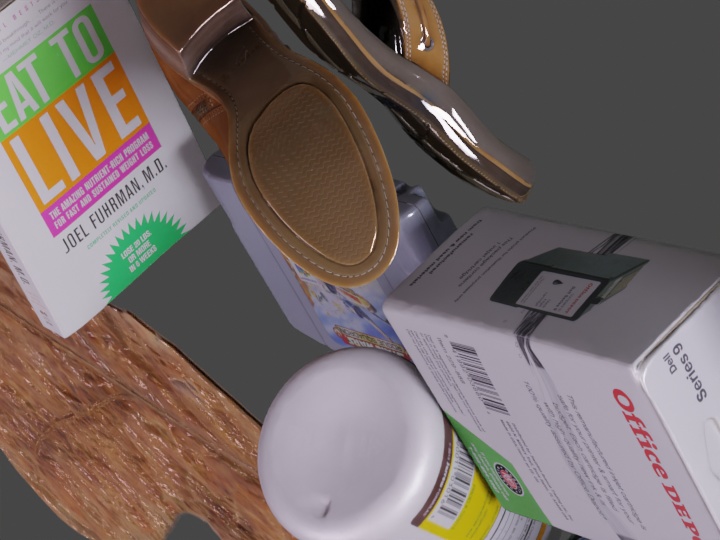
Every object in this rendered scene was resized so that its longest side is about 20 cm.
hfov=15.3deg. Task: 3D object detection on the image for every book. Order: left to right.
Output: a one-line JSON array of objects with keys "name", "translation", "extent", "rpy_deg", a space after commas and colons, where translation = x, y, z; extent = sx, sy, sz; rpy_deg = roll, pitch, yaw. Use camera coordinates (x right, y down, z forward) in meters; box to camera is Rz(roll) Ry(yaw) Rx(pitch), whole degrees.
[{"name": "book", "translation": [-0.171, -0.078, 1.543], "extent": [0.048, 0.134, 0.201], "rpy_deg": [23, 148, 45]}]

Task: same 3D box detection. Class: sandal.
[{"name": "sandal", "translation": [0.018, -0.107, 1.256], "extent": [0.200, 0.055, 0.082], "rpy_deg": [40, 176, -21]}]

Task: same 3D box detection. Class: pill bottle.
[{"name": "pill bottle", "translation": [0.036, 0.116, 1.454], "extent": [0.109, 0.110, 0.200], "rpy_deg": [32, 180, 34]}]

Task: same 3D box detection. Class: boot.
[{"name": "boot", "translation": [-0.040, -0.062, 1.355], "extent": [0.200, 0.077, 0.155], "rpy_deg": [47, 177, 15]}]

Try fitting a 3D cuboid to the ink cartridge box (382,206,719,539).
[{"name": "ink cartridge box", "translation": [0.124, 0.060, 1.294], "extent": [0.200, 0.084, 0.146], "rpy_deg": [14, 141, 54]}]

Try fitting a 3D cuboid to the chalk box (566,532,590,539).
[{"name": "chalk box", "translation": [0.161, 0.197, 1.407], "extent": [0.124, 0.125, 0.200], "rpy_deg": [53, 159, -14]}]

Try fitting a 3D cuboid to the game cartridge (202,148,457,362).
[{"name": "game cartridge", "translation": [0.000, 0.000, 1.492], "extent": [0.200, 0.041, 0.134], "rpy_deg": [15, 138, 53]}]
